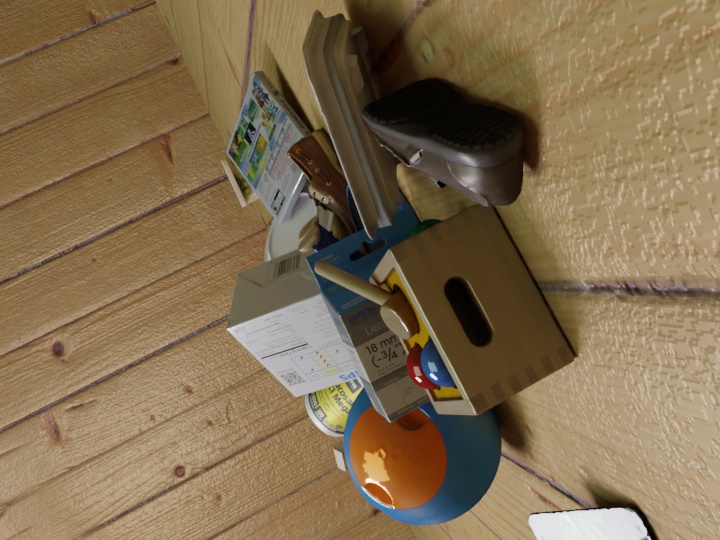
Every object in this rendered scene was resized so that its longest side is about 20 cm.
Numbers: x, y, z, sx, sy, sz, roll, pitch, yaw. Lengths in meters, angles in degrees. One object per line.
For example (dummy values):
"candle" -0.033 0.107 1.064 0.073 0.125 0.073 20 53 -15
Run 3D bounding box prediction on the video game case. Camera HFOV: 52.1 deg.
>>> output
"video game case" -0.155 -0.209 1.279 0.183 0.022 0.200 53 141 16

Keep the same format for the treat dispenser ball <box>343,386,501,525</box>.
"treat dispenser ball" 0.078 0.217 0.936 0.202 0.200 0.201 60 170 18

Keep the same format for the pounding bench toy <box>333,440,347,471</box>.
"pounding bench toy" 0.063 0.334 1.323 0.156 0.199 0.125 47 161 61

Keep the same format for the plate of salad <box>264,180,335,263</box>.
"plate of salad" -0.105 -0.066 1.323 0.048 0.201 0.200 22 -161 -36

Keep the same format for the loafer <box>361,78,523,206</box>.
"loafer" 0.060 -0.098 0.588 0.200 0.073 0.071 50 164 57

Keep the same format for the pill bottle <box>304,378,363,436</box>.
"pill bottle" 0.001 0.196 1.288 0.112 0.200 0.113 30 -146 -24

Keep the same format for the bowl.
"bowl" 0.039 -0.037 0.962 0.201 0.039 0.201 60 169 19

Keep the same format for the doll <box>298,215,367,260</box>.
"doll" 0.000 0.000 1.068 0.200 0.048 0.137 38 -161 -20

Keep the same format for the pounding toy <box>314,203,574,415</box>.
"pounding toy" 0.065 0.035 0.704 0.201 0.142 0.184 62 170 7

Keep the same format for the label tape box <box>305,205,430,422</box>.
"label tape box" 0.045 0.046 0.831 0.201 0.144 0.063 65 170 -7

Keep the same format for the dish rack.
"dish rack" 0.002 -0.150 0.726 0.172 0.043 0.201 -87 -20 -57

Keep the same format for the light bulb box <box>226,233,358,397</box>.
"light bulb box" -0.072 0.078 1.179 0.200 0.197 0.125 52 -152 -37

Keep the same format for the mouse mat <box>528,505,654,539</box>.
"mouse mat" 0.250 0.318 0.695 0.201 0.007 0.161 64 149 7

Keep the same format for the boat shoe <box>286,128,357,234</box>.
"boat shoe" -0.045 -0.119 1.108 0.201 0.067 0.072 60 170 20

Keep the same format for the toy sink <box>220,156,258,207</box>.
"toy sink" -0.282 -0.250 1.896 0.131 0.112 0.200 65 175 -11
